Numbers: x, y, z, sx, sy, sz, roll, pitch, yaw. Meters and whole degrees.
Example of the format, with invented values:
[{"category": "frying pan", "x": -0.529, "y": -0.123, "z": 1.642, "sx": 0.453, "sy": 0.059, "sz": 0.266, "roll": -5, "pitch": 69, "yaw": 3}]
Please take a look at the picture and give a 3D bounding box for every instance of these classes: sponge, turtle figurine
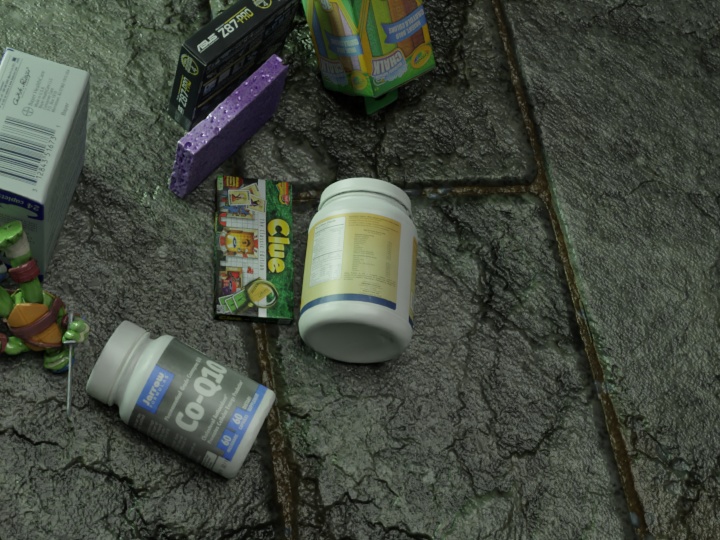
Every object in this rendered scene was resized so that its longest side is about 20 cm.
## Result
[{"category": "sponge", "x": -0.173, "y": -0.189, "z": 1.485, "sx": 0.030, "sy": 0.112, "sz": 0.200, "roll": 37, "pitch": 59, "yaw": 6}, {"category": "turtle figurine", "x": -0.382, "y": 0.062, "z": 1.245, "sx": 0.200, "sy": 0.142, "sz": 0.196, "roll": -51, "pitch": 128, "yaw": -43}]

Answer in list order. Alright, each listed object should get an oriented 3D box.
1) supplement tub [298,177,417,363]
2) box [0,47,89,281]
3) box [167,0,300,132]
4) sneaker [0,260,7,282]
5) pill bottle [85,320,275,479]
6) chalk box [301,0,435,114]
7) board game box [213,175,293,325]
[{"category": "supplement tub", "x": 0.000, "y": 0.000, "z": 1.426, "sx": 0.142, "sy": 0.145, "sz": 0.203, "roll": 11, "pitch": 61, "yaw": -12}, {"category": "box", "x": -0.396, "y": -0.121, "z": 1.329, "sx": 0.104, "sy": 0.200, "sz": 0.186, "roll": 16, "pitch": 61, "yaw": -8}, {"category": "box", "x": -0.167, "y": -0.295, "z": 1.510, "sx": 0.049, "sy": 0.162, "sz": 0.200, "roll": 40, "pitch": 61, "yaw": 6}, {"category": "sneaker", "x": -0.478, "y": 0.066, "z": 1.295, "sx": 0.077, "sy": 0.076, "sz": 0.200, "roll": 47, "pitch": 62, "yaw": -11}, {"category": "pill bottle", "x": -0.209, "y": 0.147, "z": 1.306, "sx": 0.198, "sy": 0.114, "sz": 0.115, "roll": 28, "pitch": 59, "yaw": -2}, {"category": "chalk box", "x": 0.016, "y": -0.320, "z": 1.579, "sx": 0.124, "sy": 0.123, "sz": 0.202, "roll": -32, "pitch": 121, "yaw": -28}, {"category": "board game box", "x": -0.139, "y": -0.028, "z": 1.468, "sx": 0.103, "sy": 0.023, "sz": 0.203, "roll": 5, "pitch": 63, "yaw": -17}]
